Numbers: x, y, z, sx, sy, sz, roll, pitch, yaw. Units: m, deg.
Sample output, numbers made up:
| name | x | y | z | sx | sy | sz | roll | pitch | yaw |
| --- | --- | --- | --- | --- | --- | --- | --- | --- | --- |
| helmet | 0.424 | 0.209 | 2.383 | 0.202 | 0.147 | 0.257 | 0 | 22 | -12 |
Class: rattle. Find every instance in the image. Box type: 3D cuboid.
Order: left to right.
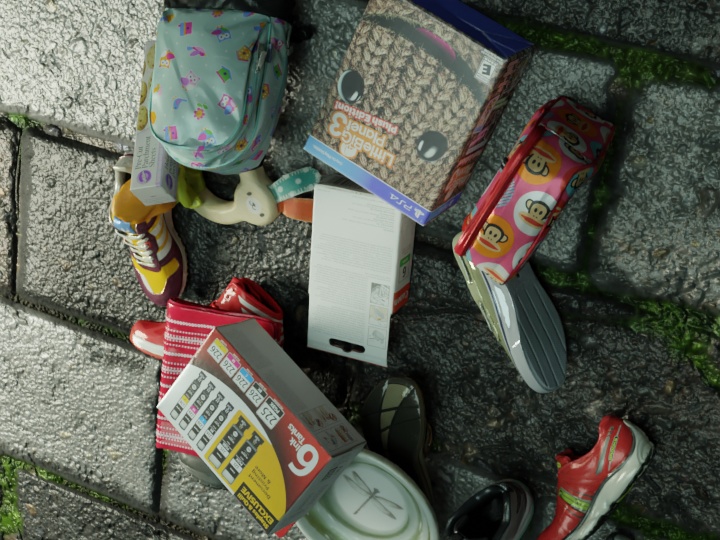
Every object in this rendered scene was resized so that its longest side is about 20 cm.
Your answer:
| name | x | y | z | sx | sy | sz | roll | pitch | yaw |
| --- | --- | --- | --- | --- | --- | --- | --- | --- | --- |
| rattle | -0.154 | -0.082 | 1.434 | 0.199 | 0.143 | 0.131 | 30 | 115 | 17 |

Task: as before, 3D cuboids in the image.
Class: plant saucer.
| name | x | y | z | sx | sy | sz | roll | pitch | yaw |
| --- | --- | --- | --- | --- | --- | --- | --- | --- | --- |
| plant saucer | 0.007 | 0.273 | 1.484 | 0.199 | 0.050 | 0.201 | 15 | 127 | 21 |

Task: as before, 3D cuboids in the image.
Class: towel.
| name | x | y | z | sx | sy | sz | roll | pitch | yaw |
| --- | --- | --- | --- | --- | --- | --- | --- | --- | --- |
| towel | -0.172 | 0.137 | 1.510 | 0.144 | 0.022 | 0.201 | 12 | 109 | 11 |

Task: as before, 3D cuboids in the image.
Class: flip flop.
| name | x | y | z | sx | sy | sz | roll | pitch | yaw |
| --- | --- | --- | --- | --- | --- | --- | --- | --- | --- |
| flip flop | 0.054 | 0.202 | 1.481 | 0.081 | 0.058 | 0.201 | 7 | 126 | 29 |

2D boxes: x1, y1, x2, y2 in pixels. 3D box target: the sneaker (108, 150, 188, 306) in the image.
| name | x | y | z | sx | sy | sz | roll | pitch | yaw |
| --- | --- | --- | --- | --- | --- | --- | --- | --- | --- |
| sneaker | -0.265 | -0.045 | 1.528 | 0.075 | 0.090 | 0.201 | 2 | 107 | 26 |

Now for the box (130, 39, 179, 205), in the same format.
| name | x | y | z | sx | sy | sz | roll | pitch | yaw |
| --- | --- | --- | --- | --- | --- | --- | --- | --- | --- |
| box | -0.225 | -0.170 | 1.425 | 0.041 | 0.039 | 0.201 | -7 | 63 | 17 |

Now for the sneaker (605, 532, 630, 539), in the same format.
| name | x | y | z | sx | sy | sz | roll | pitch | yaw |
| --- | --- | --- | --- | --- | --- | --- | --- | --- | --- |
| sneaker | 0.239 | 0.368 | 1.439 | 0.095 | 0.079 | 0.201 | 35 | 118 | 24 |

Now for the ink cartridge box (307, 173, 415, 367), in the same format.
| name | x | y | z | sx | sy | sz | roll | pitch | yaw |
| --- | --- | --- | --- | --- | --- | --- | --- | --- | --- |
| ink cartridge box | 0.000 | 0.000 | 1.438 | 0.108 | 0.050 | 0.201 | 13 | 113 | 21 |

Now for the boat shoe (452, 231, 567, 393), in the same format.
| name | x | y | z | sx | sy | sz | roll | pitch | yaw |
| --- | --- | --- | --- | --- | --- | --- | --- | --- | --- |
| boat shoe | 0.163 | 0.038 | 1.370 | 0.062 | 0.072 | 0.201 | -17 | 96 | 54 |

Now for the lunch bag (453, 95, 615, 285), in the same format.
| name | x | y | z | sx | sy | sz | roll | pitch | yaw |
| --- | --- | --- | --- | --- | --- | --- | --- | --- | --- |
| lunch bag | 0.168 | -0.071 | 1.245 | 0.082 | 0.200 | 0.177 | 33 | 118 | 7 |

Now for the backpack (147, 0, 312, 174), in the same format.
| name | x | y | z | sx | sy | sz | roll | pitch | yaw |
| --- | --- | --- | --- | --- | --- | --- | --- | --- | --- |
| backpack | -0.156 | -0.206 | 1.368 | 0.166 | 0.126 | 0.201 | 6 | 87 | 22 |

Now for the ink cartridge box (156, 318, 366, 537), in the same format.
| name | x | y | z | sx | sy | sz | roll | pitch | yaw |
| --- | --- | --- | --- | --- | --- | --- | --- | --- | --- |
| ink cartridge box | -0.124 | 0.189 | 1.428 | 0.200 | 0.084 | 0.176 | 45 | 114 | 17 |

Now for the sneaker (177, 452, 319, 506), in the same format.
| name | x | y | z | sx | sy | sz | roll | pitch | yaw |
| --- | --- | --- | --- | --- | --- | --- | --- | --- | --- |
| sneaker | -0.131 | 0.231 | 1.576 | 0.199 | 0.076 | 0.091 | 9 | 105 | 13 |

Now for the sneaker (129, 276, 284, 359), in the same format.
| name | x | y | z | sx | sy | sz | roll | pitch | yaw |
| --- | --- | --- | --- | --- | --- | --- | --- | --- | --- |
| sneaker | -0.182 | 0.055 | 1.543 | 0.199 | 0.078 | 0.116 | 10 | 103 | 10 |

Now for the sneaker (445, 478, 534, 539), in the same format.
| name | x | y | z | sx | sy | sz | roll | pitch | yaw |
| --- | --- | --- | --- | --- | --- | --- | --- | --- | --- |
| sneaker | 0.112 | 0.315 | 1.398 | 0.077 | 0.140 | 0.201 | 27 | 88 | 22 |

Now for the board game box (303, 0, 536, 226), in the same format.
| name | x | y | z | sx | sy | sz | roll | pitch | yaw |
| --- | --- | --- | --- | --- | --- | --- | --- | --- | --- |
| board game box | 0.060 | -0.179 | 1.319 | 0.159 | 0.097 | 0.201 | 33 | 118 | 13 |

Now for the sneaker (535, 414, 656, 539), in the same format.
| name | x | y | z | sx | sy | sz | roll | pitch | yaw |
| --- | --- | --- | --- | --- | --- | --- | --- | --- | --- |
| sneaker | 0.243 | 0.240 | 1.397 | 0.085 | 0.077 | 0.200 | 42 | 114 | 20 |
